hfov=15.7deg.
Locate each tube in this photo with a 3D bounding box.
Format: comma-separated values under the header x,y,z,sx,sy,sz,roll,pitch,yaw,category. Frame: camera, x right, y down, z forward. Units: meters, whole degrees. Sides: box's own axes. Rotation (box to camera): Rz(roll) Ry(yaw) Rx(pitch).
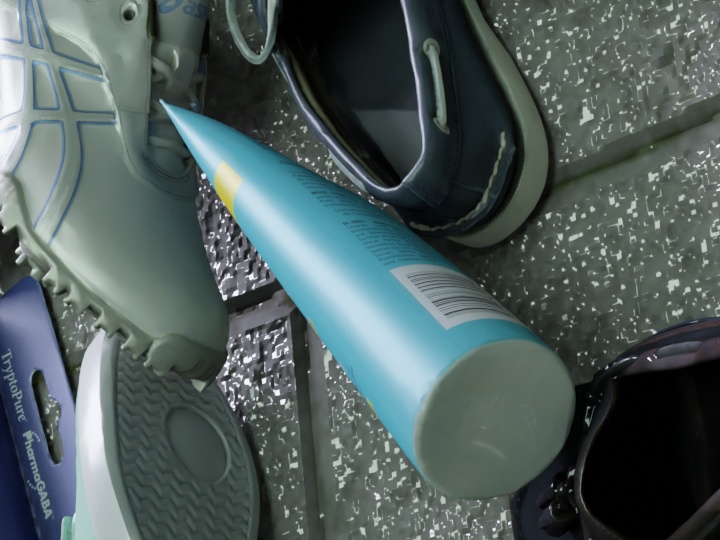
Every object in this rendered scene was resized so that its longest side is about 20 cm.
x,y,z,sx,sy,sz,roll,pitch,yaw,category
0.000,0.000,0.802,0.050,0.077,0.200,-50,34,6,tube

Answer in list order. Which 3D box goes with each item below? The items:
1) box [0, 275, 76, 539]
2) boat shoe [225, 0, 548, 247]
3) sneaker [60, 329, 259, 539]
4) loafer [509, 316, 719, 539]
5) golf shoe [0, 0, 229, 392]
x,y,z,sx,sy,sz,roll,pitch,yaw,category
-0.185,0.097,1.012,0.200,0.032,0.122,-37,57,28,box
-0.007,-0.091,0.880,0.075,0.062,0.201,-41,55,26,boat shoe
-0.091,0.122,0.893,0.118,0.074,0.201,-30,59,36,sneaker
0.086,0.047,0.716,0.200,0.063,0.072,-35,66,57,loafer
-0.085,-0.056,0.893,0.097,0.078,0.200,-39,65,15,golf shoe
